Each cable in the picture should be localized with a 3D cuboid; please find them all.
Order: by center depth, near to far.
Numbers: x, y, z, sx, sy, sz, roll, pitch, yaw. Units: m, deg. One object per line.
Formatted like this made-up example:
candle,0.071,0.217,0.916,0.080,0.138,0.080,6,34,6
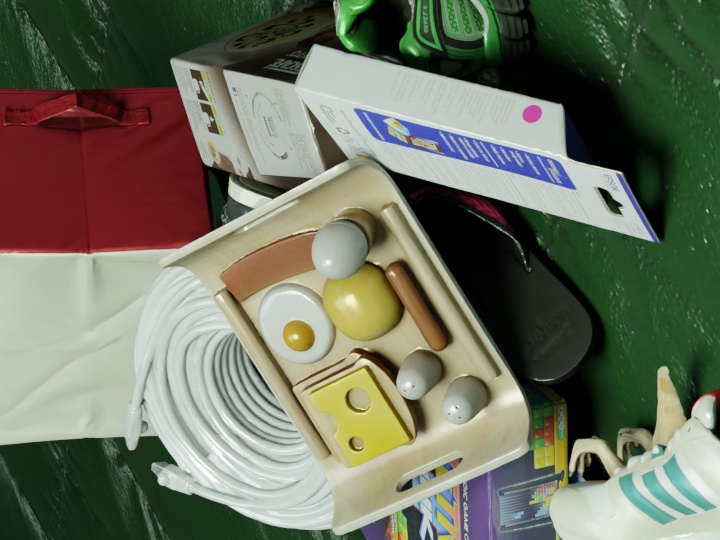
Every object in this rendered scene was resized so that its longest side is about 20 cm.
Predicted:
cable,-0.053,0.070,1.549,0.200,0.069,0.200,25,127,24

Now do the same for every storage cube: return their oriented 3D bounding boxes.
storage cube,-0.192,-0.005,1.691,0.180,0.170,0.200,-101,13,-50

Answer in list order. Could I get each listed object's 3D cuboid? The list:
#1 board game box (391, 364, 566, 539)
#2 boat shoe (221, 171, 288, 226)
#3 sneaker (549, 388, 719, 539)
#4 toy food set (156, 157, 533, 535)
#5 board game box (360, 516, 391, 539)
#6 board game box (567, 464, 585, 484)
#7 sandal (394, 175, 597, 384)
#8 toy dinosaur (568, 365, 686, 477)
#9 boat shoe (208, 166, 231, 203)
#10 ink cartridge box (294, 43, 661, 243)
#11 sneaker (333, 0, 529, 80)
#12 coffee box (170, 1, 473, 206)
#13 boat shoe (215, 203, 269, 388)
board game box,0.072,0.146,1.564,0.165,0.057,0.201,-137,40,-60
boat shoe,0.000,0.000,1.566,0.200,0.072,0.068,24,111,17
sneaker,0.181,0.106,1.303,0.199,0.070,0.094,0,100,47
toy food set,-0.009,0.047,1.427,0.143,0.060,0.200,-27,101,27
board game box,-0.002,0.088,1.768,0.200,0.057,0.166,56,156,24
board game box,0.152,0.209,1.549,0.158,0.039,0.201,-129,33,-52
sandal,0.064,-0.012,1.474,0.200,0.075,0.045,44,-173,31
toy dinosaur,0.175,0.117,1.405,0.101,0.058,0.201,16,130,43
boat shoe,-0.071,-0.087,1.722,0.200,0.076,0.072,41,146,44
ink cartridge box,0.068,-0.069,1.344,0.200,0.037,0.095,19,165,26
sneaker,0.010,-0.174,1.416,0.200,0.085,0.078,45,150,43
coffee box,-0.022,-0.108,1.526,0.200,0.113,0.080,20,130,63
boat shoe,-0.059,0.038,1.681,0.071,0.072,0.200,24,142,26
